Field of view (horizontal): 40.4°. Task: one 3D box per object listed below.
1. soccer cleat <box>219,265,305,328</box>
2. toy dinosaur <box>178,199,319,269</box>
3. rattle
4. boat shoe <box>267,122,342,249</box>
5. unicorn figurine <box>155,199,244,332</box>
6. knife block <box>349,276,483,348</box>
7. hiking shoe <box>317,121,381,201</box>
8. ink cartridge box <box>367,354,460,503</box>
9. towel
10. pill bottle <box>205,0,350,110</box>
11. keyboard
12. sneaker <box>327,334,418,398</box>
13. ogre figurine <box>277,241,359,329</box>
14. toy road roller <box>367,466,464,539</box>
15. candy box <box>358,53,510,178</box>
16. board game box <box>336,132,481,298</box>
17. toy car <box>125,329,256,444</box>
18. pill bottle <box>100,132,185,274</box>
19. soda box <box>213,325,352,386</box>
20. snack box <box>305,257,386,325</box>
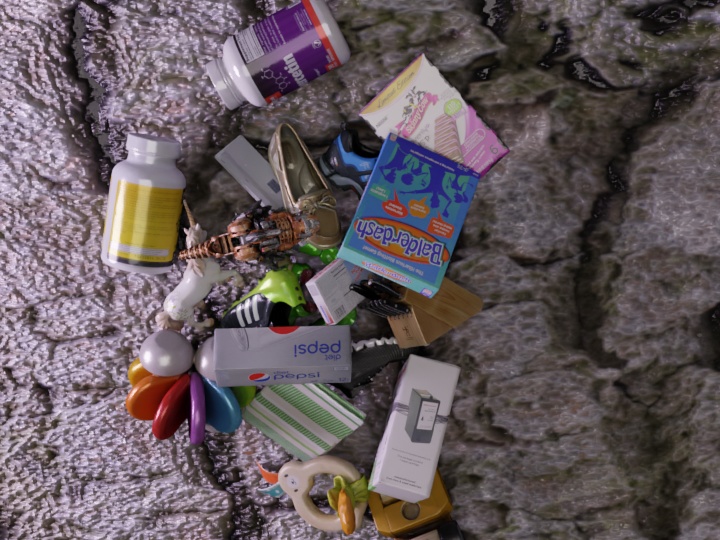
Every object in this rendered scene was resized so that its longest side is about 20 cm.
[{"bbox_3d":[-0.154,0.070,1.502,0.200,0.067,0.081,-43,68,42],"label":"soccer cleat"},{"bbox_3d":[-0.159,-0.052,1.416,0.199,0.136,0.103,7,94,0],"label":"toy dinosaur"},{"bbox_3d":[-0.094,0.362,1.539,0.199,0.143,0.131,16,121,9],"label":"rattle"},{"bbox_3d":[-0.083,-0.127,1.470,0.073,0.063,0.201,-17,72,-16],"label":"boat shoe"},{"bbox_3d":[-0.247,0.014,1.502,0.074,0.137,0.201,24,87,32],"label":"unicorn figurine"},{"bbox_3d":[0.079,0.019,1.482,0.200,0.064,0.176,-27,99,-39],"label":"knife block"},{"bbox_3d":[0.033,-0.136,1.494,0.200,0.074,0.087,32,118,-7],"label":"hiking shoe"},{"bbox_3d":[0.081,0.245,1.502,0.084,0.146,0.201,16,72,0],"label":"ink cartridge box"},{"bbox_3d":[-0.093,0.227,1.537,0.152,0.023,0.200,37,140,-6],"label":"towel"},{"bbox_3d":[-0.123,-0.318,1.449,0.200,0.112,0.113,-28,100,5],"label":"pill bottle"},{"bbox_3d":[-0.137,-0.124,1.501,0.056,0.011,0.200,-41,80,-20],"label":"keyboard"},{"bbox_3d":[-0.001,0.154,1.539,0.199,0.066,0.091,-6,80,-16],"label":"sneaker"},{"bbox_3d":[-0.066,0.029,1.524,0.119,0.098,0.201,-2,90,12],"label":"ogre figurine"},{"bbox_3d":[0.097,0.411,1.599,0.123,0.146,0.200,-23,63,4],"label":"toy road roller"},{"bbox_3d":[0.112,-0.212,1.496,0.136,0.061,0.200,-43,97,8],"label":"candy box"},{"bbox_3d":[0.072,-0.081,1.420,0.152,0.045,0.201,23,69,-5],"label":"board game box"},{"bbox_3d":[-0.261,0.196,1.501,0.199,0.150,0.175,6,129,-7],"label":"toy car"},{"bbox_3d":[-0.327,-0.102,1.488,0.112,0.112,0.201,11,101,-2],"label":"pill bottle"},{"bbox_3d":[-0.113,0.124,1.429,0.199,0.064,0.068,-1,60,-2],"label":"soda box"},{"bbox_3d":[0.000,0.000,1.478,0.024,0.200,0.072,-13,110,46],"label":"snack box"}]
